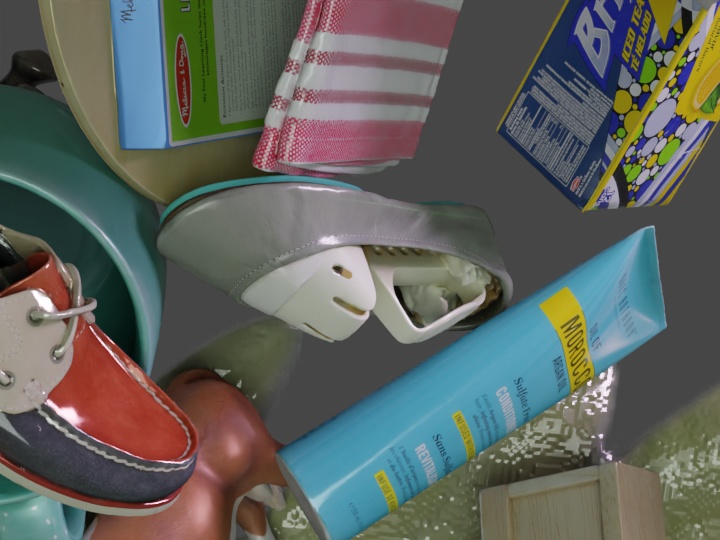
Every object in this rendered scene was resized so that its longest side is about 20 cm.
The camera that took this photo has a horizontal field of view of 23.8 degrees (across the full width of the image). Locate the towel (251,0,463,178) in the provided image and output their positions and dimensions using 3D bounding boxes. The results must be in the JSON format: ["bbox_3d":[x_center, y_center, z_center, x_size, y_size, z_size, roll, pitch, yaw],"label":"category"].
[{"bbox_3d":[0.014,-0.137,0.722,0.030,0.146,0.202,20,101,18],"label":"towel"}]

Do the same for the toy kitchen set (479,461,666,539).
[{"bbox_3d":[0.111,0.219,0.846,0.162,0.180,0.202,-17,65,38],"label":"toy kitchen set"}]

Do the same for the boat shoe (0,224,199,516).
[{"bbox_3d":[-0.133,0.013,0.606,0.200,0.071,0.063,38,115,-13],"label":"boat shoe"}]

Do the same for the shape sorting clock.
[{"bbox_3d":[-0.064,-0.125,0.709,0.039,0.200,0.202,3,104,30],"label":"shape sorting clock"}]

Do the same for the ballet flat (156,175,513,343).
[{"bbox_3d":[0.000,0.000,0.731,0.067,0.199,0.064,-37,66,33],"label":"ballet flat"}]

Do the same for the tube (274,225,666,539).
[{"bbox_3d":[0.057,0.053,0.785,0.199,0.050,0.078,-32,146,-11],"label":"tube"}]

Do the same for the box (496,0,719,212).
[{"bbox_3d":[0.141,-0.124,0.726,0.064,0.070,0.201,45,122,30],"label":"box"}]

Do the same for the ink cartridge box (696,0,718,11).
[{"bbox_3d":[0.118,-0.220,0.603,0.147,0.086,0.200,-41,84,-9],"label":"ink cartridge box"}]

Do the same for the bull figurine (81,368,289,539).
[{"bbox_3d":[-0.089,0.142,0.774,0.121,0.065,0.201,41,61,-20],"label":"bull figurine"}]

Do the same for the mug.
[{"bbox_3d":[-0.161,0.014,0.710,0.151,0.115,0.186,19,116,-12],"label":"mug"}]

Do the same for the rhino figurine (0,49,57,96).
[{"bbox_3d":[-0.170,-0.058,0.770,0.200,0.060,0.087,43,114,-11],"label":"rhino figurine"}]
